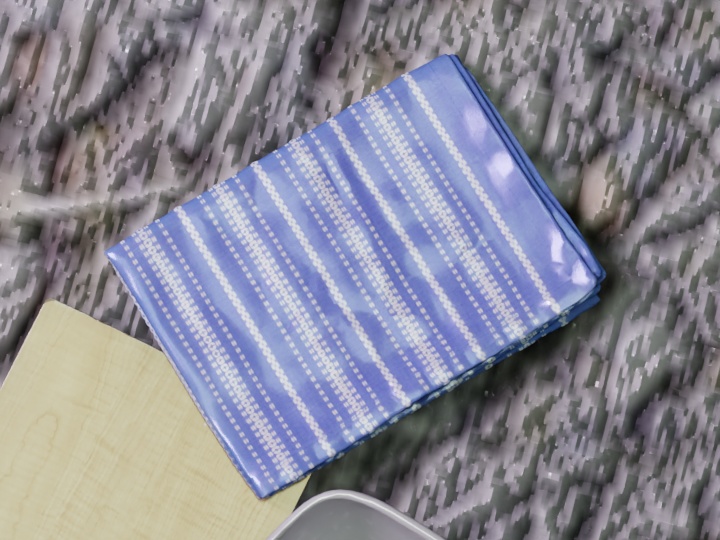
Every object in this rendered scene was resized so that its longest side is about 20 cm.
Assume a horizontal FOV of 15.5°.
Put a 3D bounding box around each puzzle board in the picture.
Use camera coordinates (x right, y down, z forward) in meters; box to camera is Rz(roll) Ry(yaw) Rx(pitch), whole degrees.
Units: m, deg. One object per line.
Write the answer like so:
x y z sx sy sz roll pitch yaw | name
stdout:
-0.125 0.134 1.245 0.150 0.017 0.200 26 82 1 | puzzle board

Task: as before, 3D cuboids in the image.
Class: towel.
0.000 0.000 1.257 0.200 0.024 0.145 -31 81 -10 | towel

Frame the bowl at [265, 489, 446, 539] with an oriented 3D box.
0.002 0.222 1.203 0.200 0.075 0.200 38 82 0 | bowl
